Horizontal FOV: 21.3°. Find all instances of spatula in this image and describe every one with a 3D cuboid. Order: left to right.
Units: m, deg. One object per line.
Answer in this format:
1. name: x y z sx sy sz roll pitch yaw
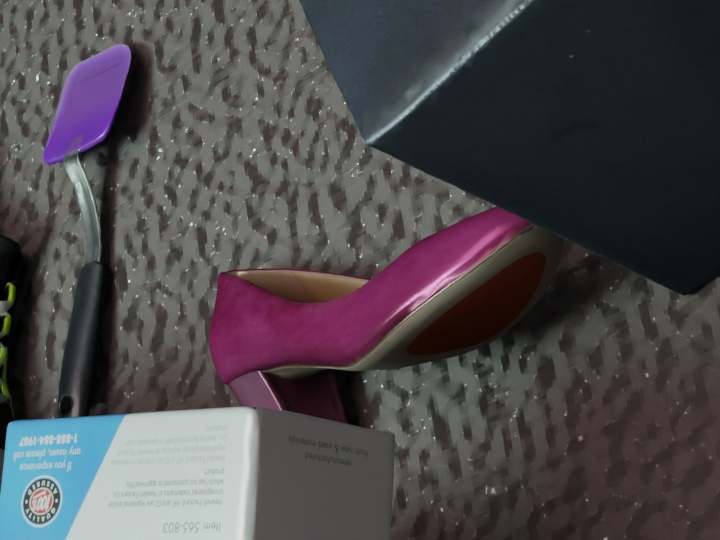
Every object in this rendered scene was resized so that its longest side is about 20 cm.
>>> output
1. spatula: -0.133 -0.018 0.922 0.056 0.020 0.201 -19 64 41

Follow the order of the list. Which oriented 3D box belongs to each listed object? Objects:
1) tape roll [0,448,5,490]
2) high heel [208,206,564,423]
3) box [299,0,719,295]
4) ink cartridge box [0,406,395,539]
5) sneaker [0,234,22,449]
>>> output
1. tape roll: -0.180 0.172 0.796 0.202 0.139 0.204 -14 60 26
2. high heel: 0.000 0.000 0.751 0.200 0.067 0.097 -39 62 40
3. box: 0.066 -0.121 0.671 0.117 0.196 0.201 -41 53 23
4. ink cartridge box: -0.057 0.147 0.582 0.115 0.068 0.201 -7 74 41
5. sneaker: -0.202 0.016 0.936 0.083 0.072 0.200 -42 52 20
